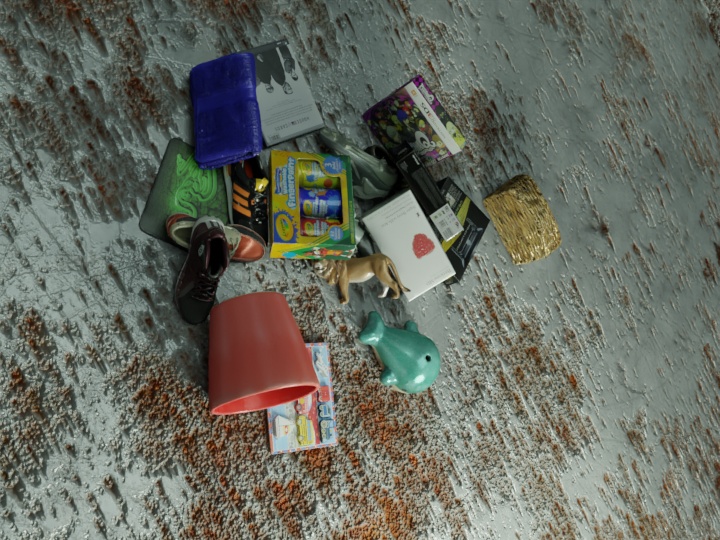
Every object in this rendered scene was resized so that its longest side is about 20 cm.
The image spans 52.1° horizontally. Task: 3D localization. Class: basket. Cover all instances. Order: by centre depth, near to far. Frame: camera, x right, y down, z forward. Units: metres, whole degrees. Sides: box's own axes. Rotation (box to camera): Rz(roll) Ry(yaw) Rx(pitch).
[{"bbox_3d":[0.429,-0.140,1.838,0.148,0.142,0.203,-32,98,-35],"label":"basket"}]

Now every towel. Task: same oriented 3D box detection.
[{"bbox_3d":[-0.259,-0.303,1.389,0.049,0.145,0.204,15,64,-65],"label":"towel"}]

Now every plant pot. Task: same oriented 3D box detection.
[{"bbox_3d":[-0.186,0.145,1.311,0.197,0.200,0.181,-3,71,-35],"label":"plant pot"}]

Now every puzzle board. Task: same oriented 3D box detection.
[{"bbox_3d":[-0.116,0.245,1.431,0.148,0.017,0.204,1,77,-35],"label":"puzzle board"}]

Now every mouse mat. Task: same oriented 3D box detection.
[{"bbox_3d":[-0.316,-0.134,1.391,0.159,0.007,0.203,26,64,-28],"label":"mouse mat"}]

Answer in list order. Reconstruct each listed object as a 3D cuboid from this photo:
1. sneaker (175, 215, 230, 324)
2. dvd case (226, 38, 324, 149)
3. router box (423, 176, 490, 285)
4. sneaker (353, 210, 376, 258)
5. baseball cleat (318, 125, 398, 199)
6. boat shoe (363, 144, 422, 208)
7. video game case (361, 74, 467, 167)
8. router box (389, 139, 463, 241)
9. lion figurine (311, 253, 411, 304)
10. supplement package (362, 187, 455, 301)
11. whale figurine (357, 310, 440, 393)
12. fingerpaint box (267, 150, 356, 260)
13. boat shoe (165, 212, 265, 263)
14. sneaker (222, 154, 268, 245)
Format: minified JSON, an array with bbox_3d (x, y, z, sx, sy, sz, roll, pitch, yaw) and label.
[{"bbox_3d":[-0.272,0.015,1.273,0.074,0.115,0.204,4,109,-24],"label":"sneaker"},{"bbox_3d":[-0.175,-0.369,1.527,0.149,0.025,0.203,-25,93,-30],"label":"dvd case"},{"bbox_3d":[0.204,-0.093,1.721,0.157,0.052,0.202,43,58,-18],"label":"router box"},{"bbox_3d":[-0.039,-0.078,1.538,0.088,0.074,0.202,-29,88,-30],"label":"sneaker"},{"bbox_3d":[-0.019,-0.221,1.586,0.198,0.108,0.070,32,26,6],"label":"baseball cleat"},{"bbox_3d":[0.078,-0.201,1.654,0.200,0.060,0.072,40,58,-21],"label":"boat shoe"},{"bbox_3d":[0.116,-0.312,1.623,0.182,0.199,0.036,52,57,-13],"label":"video game case"},{"bbox_3d":[0.139,-0.173,1.569,0.051,0.150,0.201,-33,107,7],"label":"router box"},{"bbox_3d":[0.000,0.000,1.501,0.196,0.072,0.125,-7,95,4],"label":"lion figurine"},{"bbox_3d":[0.101,-0.058,1.571,0.120,0.120,0.202,-30,97,4],"label":"supplement package"},{"bbox_3d":[0.087,0.168,1.540,0.200,0.103,0.160,43,58,-19],"label":"whale figurine"},{"bbox_3d":[-0.099,-0.130,1.455,0.163,0.074,0.204,2,68,-13],"label":"fingerpaint box"},{"bbox_3d":[-0.261,-0.055,1.355,0.197,0.062,0.072,18,100,-28],"label":"boat shoe"},{"bbox_3d":[-0.208,-0.140,1.411,0.069,0.089,0.204,-11,87,-40],"label":"sneaker"}]
